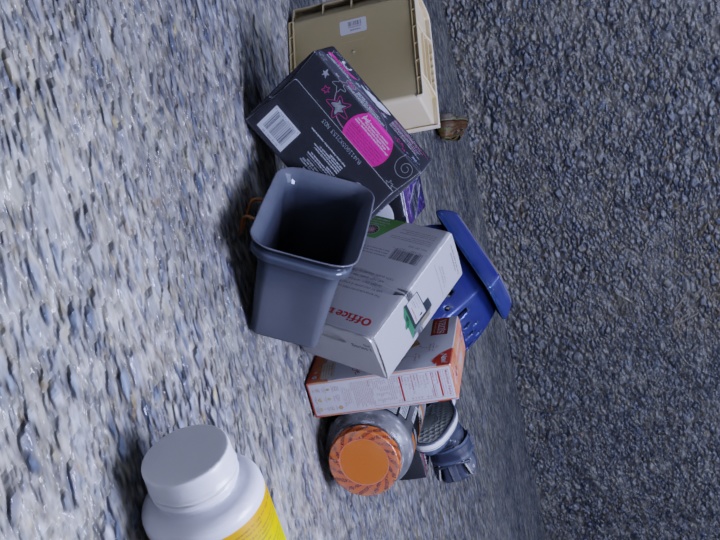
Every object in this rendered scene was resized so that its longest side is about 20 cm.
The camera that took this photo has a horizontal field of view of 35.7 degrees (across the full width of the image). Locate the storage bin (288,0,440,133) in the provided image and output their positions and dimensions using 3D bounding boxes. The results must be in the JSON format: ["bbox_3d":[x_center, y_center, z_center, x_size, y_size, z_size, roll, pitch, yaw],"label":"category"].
[{"bbox_3d":[0.002,-0.298,1.636,0.094,0.198,0.200,47,36,-63],"label":"storage bin"}]

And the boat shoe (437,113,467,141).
[{"bbox_3d":[0.239,-0.377,2.974,0.200,0.071,0.069,-13,98,-67],"label":"boat shoe"}]

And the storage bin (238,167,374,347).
[{"bbox_3d":[-0.075,-0.013,1.315,0.200,0.144,0.135,-76,-179,-59],"label":"storage bin"}]

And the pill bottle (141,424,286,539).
[{"bbox_3d":[-0.121,0.236,0.971,0.110,0.108,0.201,-77,155,-58],"label":"pill bottle"}]

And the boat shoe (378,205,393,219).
[{"bbox_3d":[0.000,0.000,1.600,0.068,0.071,0.202,94,10,-73],"label":"boat shoe"}]

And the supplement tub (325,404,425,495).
[{"bbox_3d":[0.021,0.221,1.550,0.200,0.121,0.124,-60,139,-68],"label":"supplement tub"}]

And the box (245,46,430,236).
[{"bbox_3d":[-0.025,-0.165,1.423,0.200,0.132,0.115,49,18,-2],"label":"box"}]

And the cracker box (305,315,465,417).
[{"bbox_3d":[0.037,0.128,1.507,0.134,0.198,0.058,-71,150,-63],"label":"cracker box"}]

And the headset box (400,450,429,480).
[{"bbox_3d":[0.065,0.234,1.824,0.200,0.077,0.150,-75,152,-58],"label":"headset box"}]

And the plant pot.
[{"bbox_3d":[0.141,0.025,1.911,0.201,0.179,0.200,57,3,26],"label":"plant pot"}]

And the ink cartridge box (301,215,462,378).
[{"bbox_3d":[0.019,0.029,1.458,0.200,0.145,0.085,-52,140,-30],"label":"ink cartridge box"}]

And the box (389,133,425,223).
[{"bbox_3d":[0.036,-0.153,1.886,0.200,0.103,0.149,-51,131,-72],"label":"box"}]

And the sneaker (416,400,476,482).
[{"bbox_3d":[0.133,0.280,1.747,0.202,0.076,0.147,-57,134,-70],"label":"sneaker"}]
